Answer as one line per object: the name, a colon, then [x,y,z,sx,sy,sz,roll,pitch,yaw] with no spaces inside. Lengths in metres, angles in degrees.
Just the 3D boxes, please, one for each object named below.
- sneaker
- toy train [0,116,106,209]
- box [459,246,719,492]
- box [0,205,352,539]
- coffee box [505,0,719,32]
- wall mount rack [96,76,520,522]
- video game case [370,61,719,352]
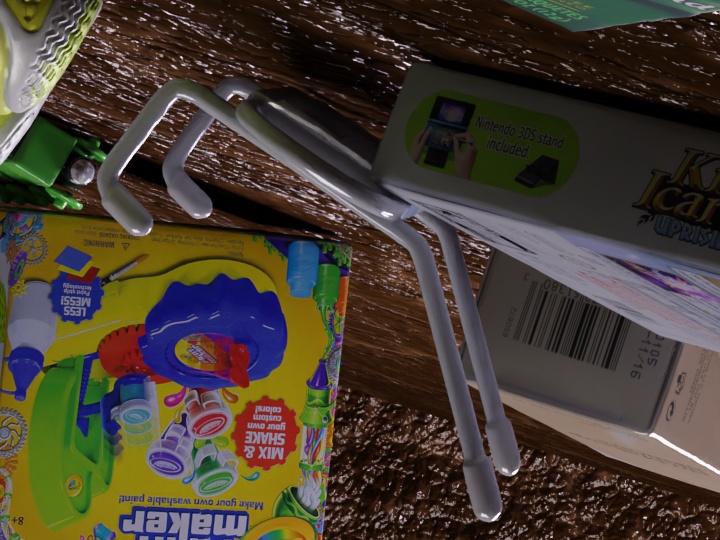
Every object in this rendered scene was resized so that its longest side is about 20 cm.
sneaker: [-0.138,-0.092,0.881,0.105,0.076,0.200,32,166,-8]
toy train: [-0.193,-0.063,1.516,0.056,0.042,0.200,32,171,-22]
box: [0.124,0.039,1.190,0.095,0.078,0.200,16,174,27]
box: [-0.127,0.068,1.541,0.199,0.193,0.122,4,-178,-27]
coffee box: [0.029,-0.081,0.434,0.123,0.044,0.200,21,175,-19]
wall mount rack: [0.000,0.000,0.966,0.174,0.075,0.200,36,-173,3]
video game case: [0.131,-0.002,0.904,0.181,0.046,0.200,18,175,37]
